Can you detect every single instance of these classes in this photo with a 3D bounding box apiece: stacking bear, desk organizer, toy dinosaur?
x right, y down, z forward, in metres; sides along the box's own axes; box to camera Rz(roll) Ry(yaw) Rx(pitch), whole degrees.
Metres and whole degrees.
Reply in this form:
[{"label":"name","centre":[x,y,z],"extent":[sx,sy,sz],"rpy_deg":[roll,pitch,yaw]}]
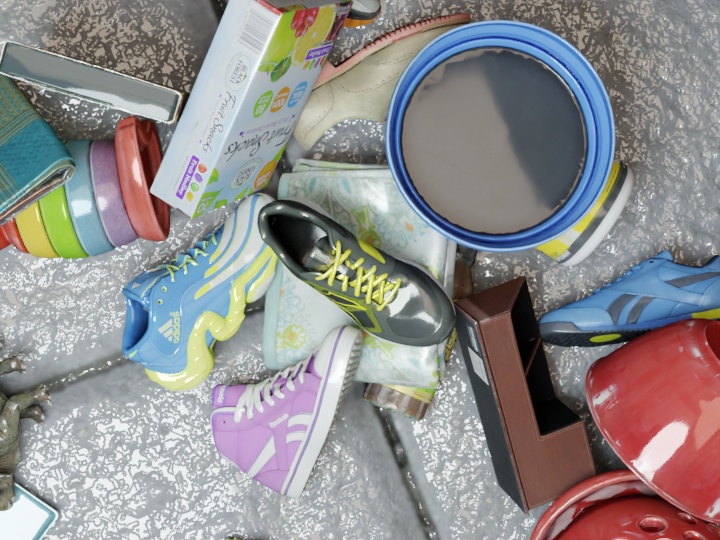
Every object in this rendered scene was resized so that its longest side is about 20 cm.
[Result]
[{"label":"stacking bear","centre":[-0.280,-0.063,1.192],"extent":[0.200,0.121,0.114],"rpy_deg":[-10,93,2]},{"label":"desk organizer","centre":[0.150,0.113,1.224],"extent":[0.077,0.072,0.200],"rpy_deg":[-20,110,-10]},{"label":"toy dinosaur","centre":[-0.342,0.116,1.183],"extent":[0.102,0.077,0.200],"rpy_deg":[-32,91,-32]}]

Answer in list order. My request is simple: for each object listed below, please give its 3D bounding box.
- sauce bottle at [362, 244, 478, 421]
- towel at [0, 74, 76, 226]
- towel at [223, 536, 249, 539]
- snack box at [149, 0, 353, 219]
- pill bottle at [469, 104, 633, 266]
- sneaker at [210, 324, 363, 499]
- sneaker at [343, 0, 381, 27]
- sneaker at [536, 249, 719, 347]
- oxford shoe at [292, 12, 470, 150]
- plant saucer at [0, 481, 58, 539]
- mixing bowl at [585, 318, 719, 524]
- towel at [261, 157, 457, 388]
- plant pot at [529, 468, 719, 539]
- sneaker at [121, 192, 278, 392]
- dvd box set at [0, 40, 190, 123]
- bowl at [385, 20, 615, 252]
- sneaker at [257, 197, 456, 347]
[{"label":"sauce bottle","centre":[0.066,0.040,1.249],"extent":[0.065,0.065,0.200],"rpy_deg":[22,87,-6]},{"label":"towel","centre":[-0.341,-0.098,1.163],"extent":[0.147,0.022,0.200],"rpy_deg":[-38,49,-6]},{"label":"towel","centre":[-0.070,0.349,1.237],"extent":[0.200,0.036,0.148],"rpy_deg":[31,84,-4]},{"label":"snack box","centre":[-0.093,-0.152,1.155],"extent":[0.053,0.142,0.200],"rpy_deg":[34,116,13]},{"label":"pill bottle","centre":[0.143,-0.100,1.239],"extent":[0.200,0.112,0.112],"rpy_deg":[33,85,-5]},{"label":"sneaker","centre":[-0.074,0.114,1.186],"extent":[0.114,0.073,0.201],"rpy_deg":[26,124,3]},{"label":"sneaker","centre":[-0.060,-0.304,1.243],"extent":[0.200,0.076,0.092],"rpy_deg":[30,81,-6]},{"label":"sneaker","centre":[0.261,0.027,1.278],"extent":[0.200,0.066,0.078],"rpy_deg":[-8,77,-7]},{"label":"oxford shoe","centre":[0.019,-0.178,1.253],"extent":[0.200,0.070,0.075],"rpy_deg":[-25,95,3]},{"label":"plant saucer","centre":[-0.374,0.191,1.214],"extent":[0.200,0.019,0.070],"rpy_deg":[36,84,-5]},{"label":"mixing bowl","centre":[0.314,0.116,1.197],"extent":[0.200,0.200,0.108],"rpy_deg":[33,121,-5]},{"label":"towel","centre":[0.000,0.000,1.214],"extent":[0.171,0.048,0.200],"rpy_deg":[4,87,24]},{"label":"plant pot","centre":[0.250,0.293,1.184],"extent":[0.200,0.183,0.200],"rpy_deg":[-7,120,-12]},{"label":"sneaker","centre":[-0.146,0.010,1.199],"extent":[0.105,0.076,0.200],"rpy_deg":[29,85,-45]},{"label":"dvd box set","centre":[-0.221,-0.160,1.152],"extent":[0.146,0.200,0.029],"rpy_deg":[16,96,-7]},{"label":"bowl","centre":[0.119,-0.115,1.160],"extent":[0.201,0.039,0.201],"rpy_deg":[0,86,-6]},{"label":"sneaker","centre":[-0.012,0.005,1.145],"extent":[0.200,0.085,0.074],"rpy_deg":[31,97,14]}]
